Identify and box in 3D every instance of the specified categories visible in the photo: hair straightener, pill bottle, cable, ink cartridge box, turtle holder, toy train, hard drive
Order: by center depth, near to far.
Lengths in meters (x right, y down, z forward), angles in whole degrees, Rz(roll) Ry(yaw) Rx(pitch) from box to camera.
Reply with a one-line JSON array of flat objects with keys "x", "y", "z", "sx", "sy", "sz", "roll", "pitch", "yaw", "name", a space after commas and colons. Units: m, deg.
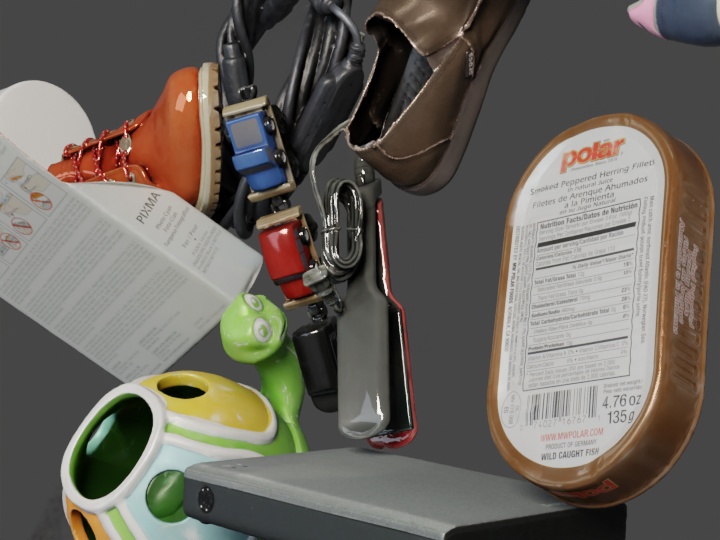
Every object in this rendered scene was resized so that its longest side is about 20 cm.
[{"x": 0.020, "y": 0.127, "z": 0.827, "sx": 0.199, "sy": 0.138, "sz": 0.033, "roll": 5, "pitch": 93, "yaw": 47, "name": "hard drive"}, {"x": 0.000, "y": 0.000, "z": 0.922, "sx": 0.040, "sy": 0.077, "sz": 0.203, "roll": -8, "pitch": 74, "yaw": 28, "name": "hair straightener"}, {"x": -0.042, "y": -0.010, "z": 0.932, "sx": 0.034, "sy": 0.046, "sz": 0.202, "roll": -14, "pitch": 99, "yaw": 22, "name": "toy train"}, {"x": -0.096, "y": 0.120, "z": 0.953, "sx": 0.185, "sy": 0.132, "sz": 0.142, "roll": -38, "pitch": 45, "yaw": 11, "name": "turtle holder"}, {"x": -0.063, "y": -0.117, "z": 1.012, "sx": 0.201, "sy": 0.050, "sz": 0.164, "roll": -62, "pitch": 37, "yaw": 30, "name": "cable"}, {"x": -0.182, "y": -0.017, "z": 1.023, "sx": 0.160, "sy": 0.199, "sz": 0.048, "roll": -38, "pitch": 18, "yaw": 50, "name": "ink cartridge box"}, {"x": -0.299, "y": -0.073, "z": 1.228, "sx": 0.199, "sy": 0.113, "sz": 0.116, "roll": -16, "pitch": 72, "yaw": 44, "name": "pill bottle"}]

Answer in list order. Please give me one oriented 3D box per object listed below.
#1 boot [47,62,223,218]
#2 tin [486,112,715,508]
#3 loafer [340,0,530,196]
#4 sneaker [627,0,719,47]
[{"x": -0.146, "y": -0.066, "z": 1.016, "sx": 0.200, "sy": 0.106, "sz": 0.076, "roll": 122, "pitch": 152, "yaw": -52, "name": "boot"}, {"x": 0.119, "y": 0.016, "z": 0.785, "sx": 0.111, "sy": 0.042, "sz": 0.202, "roll": -10, "pitch": 62, "yaw": 38, "name": "tin"}, {"x": 0.045, "y": -0.143, "z": 0.900, "sx": 0.073, "sy": 0.070, "sz": 0.203, "roll": 22, "pitch": 99, "yaw": 47, "name": "loafer"}, {"x": 0.172, "y": -0.212, "z": 0.777, "sx": 0.081, "sy": 0.070, "sz": 0.203, "roll": 5, "pitch": 85, "yaw": 44, "name": "sneaker"}]
